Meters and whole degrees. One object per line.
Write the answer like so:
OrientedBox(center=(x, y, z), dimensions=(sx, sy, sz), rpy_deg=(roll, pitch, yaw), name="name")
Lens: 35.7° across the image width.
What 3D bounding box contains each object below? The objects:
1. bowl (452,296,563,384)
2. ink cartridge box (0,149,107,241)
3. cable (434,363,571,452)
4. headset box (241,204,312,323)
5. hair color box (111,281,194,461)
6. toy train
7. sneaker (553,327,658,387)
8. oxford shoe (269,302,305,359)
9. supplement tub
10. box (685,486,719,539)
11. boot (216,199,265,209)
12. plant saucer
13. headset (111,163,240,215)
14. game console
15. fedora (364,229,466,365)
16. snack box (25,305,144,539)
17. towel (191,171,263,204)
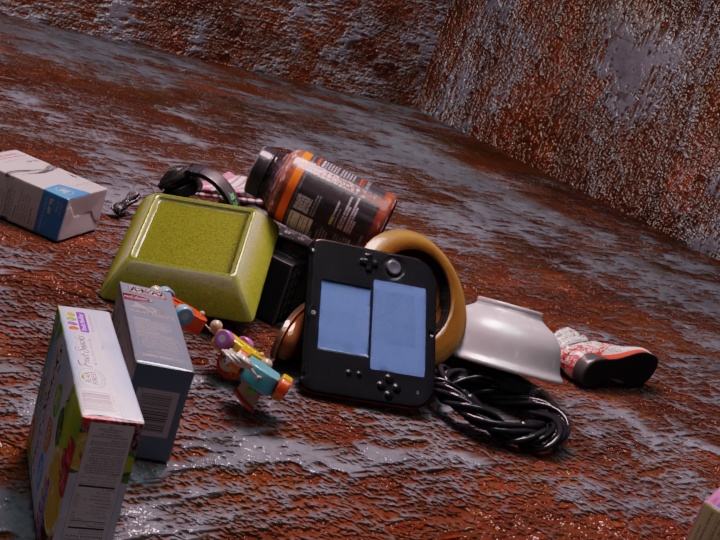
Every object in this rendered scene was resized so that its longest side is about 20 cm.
OrientedBox(center=(0.200, 0.091, 1.581), dimensions=(0.200, 0.091, 0.201), rpy_deg=(15, 0, 0), name="bowl")
OrientedBox(center=(-0.480, -0.116, 1.595), dimensions=(0.199, 0.067, 0.116), rpy_deg=(23, 17, 10), name="ink cartridge box")
OrientedBox(center=(0.170, 0.177, 1.445), dimensions=(0.199, 0.051, 0.163), rpy_deg=(17, 21, -17), name="cable")
OrientedBox(center=(-0.143, -0.013, 1.604), dimensions=(0.174, 0.093, 0.200), rpy_deg=(25, 17, 17), name="headset box")
OrientedBox(center=(-0.220, 0.097, 1.131), dimensions=(0.060, 0.099, 0.200), rpy_deg=(12, 17, -21), name="hair color box")
OrientedBox(center=(-0.162, 0.093, 1.248), dimensions=(0.150, 0.056, 0.200), rpy_deg=(33, 1, -42), name="toy train")
OrientedBox(center=(0.383, 0.134, 1.790), dimensions=(0.201, 0.068, 0.108), rpy_deg=(2, 26, -41), name="sneaker")
OrientedBox(center=(-0.051, 0.084, 1.439), dimensions=(0.071, 0.072, 0.200), rpy_deg=(30, 17, 18), name="oxford shoe")
OrientedBox(center=(-0.057, -0.097, 1.538), dimensions=(0.199, 0.107, 0.107), rpy_deg=(27, 16, 0), name="supplement tub")
OrientedBox(center=(0.468, 0.319, 1.217), dimensions=(0.200, 0.097, 0.176), rpy_deg=(28, 18, 27), name="box")
OrientedBox(center=(-0.145, -0.058, 1.784), dimensions=(0.199, 0.074, 0.155), rpy_deg=(19, 14, -5), name="boot")
OrientedBox(center=(-0.217, -0.031, 1.459), dimensions=(0.199, 0.048, 0.200), rpy_deg=(9, 41, 1), name="plant saucer")
OrientedBox(center=(-0.279, -0.099, 1.712), dimensions=(0.199, 0.124, 0.094), rpy_deg=(10, 32, 27), name="headset")
OrientedBox(center=(0.013, 0.068, 1.394), dimensions=(0.176, 0.201, 0.031), rpy_deg=(13, -25, -24), name="game console")
OrientedBox(center=(0.051, 0.045, 1.502), dimensions=(0.200, 0.202, 0.082), rpy_deg=(9, -23, -34), name="fedora")
OrientedBox(center=(-0.230, 0.135, 0.913), dimensions=(0.053, 0.143, 0.200), rpy_deg=(11, 18, -24), name="snack box")
OrientedBox(center=(-0.175, -0.130, 1.786), dimensions=(0.199, 0.030, 0.146), rpy_deg=(8, 12, 27), name="towel")
